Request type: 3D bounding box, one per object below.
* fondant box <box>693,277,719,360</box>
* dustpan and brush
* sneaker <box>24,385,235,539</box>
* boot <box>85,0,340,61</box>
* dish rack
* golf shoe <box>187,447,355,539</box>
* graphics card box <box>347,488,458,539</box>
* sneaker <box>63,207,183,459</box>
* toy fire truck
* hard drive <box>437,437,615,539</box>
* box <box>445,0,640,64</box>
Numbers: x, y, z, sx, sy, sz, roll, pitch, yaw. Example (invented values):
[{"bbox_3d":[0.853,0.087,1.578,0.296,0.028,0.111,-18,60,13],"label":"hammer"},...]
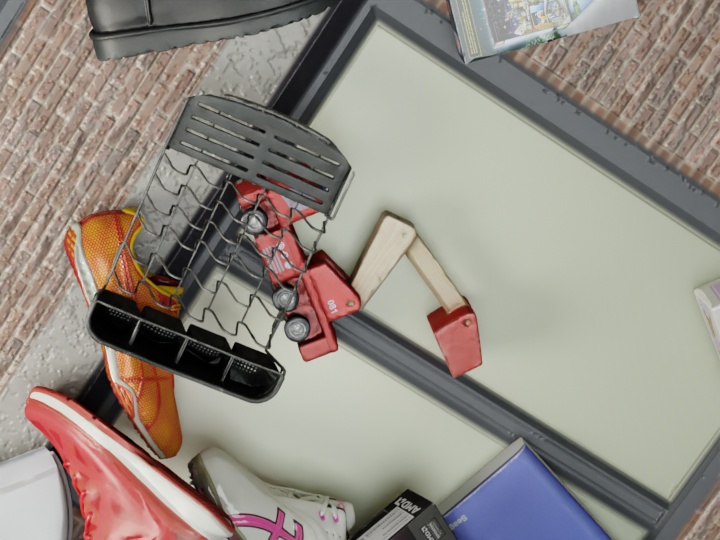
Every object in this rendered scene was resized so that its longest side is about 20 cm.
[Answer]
[{"bbox_3d":[0.365,0.080,1.643,0.143,0.058,0.201,-23,106,3],"label":"fondant box"},{"bbox_3d":[-0.275,0.247,1.647,0.139,0.057,0.201,-20,101,-10],"label":"dustpan and brush"},{"bbox_3d":[-0.200,0.178,1.565,0.199,0.078,0.116,33,84,27],"label":"sneaker"},{"bbox_3d":[-0.119,-0.250,1.491,0.199,0.077,0.169,-11,111,5],"label":"boot"},{"bbox_3d":[-0.097,-0.021,1.520,0.153,0.055,0.201,22,103,-15],"label":"dish rack"},{"bbox_3d":[-0.054,0.198,1.639,0.092,0.073,0.200,-42,116,1],"label":"golf shoe"},{"bbox_3d":[0.003,0.280,1.611,0.200,0.051,0.126,-38,112,-17],"label":"graphics card box"},{"bbox_3d":[-0.162,0.050,1.584,0.077,0.073,0.201,-18,110,-10],"label":"sneaker"},{"bbox_3d":[0.000,0.000,1.592,0.140,0.049,0.201,-21,106,1],"label":"toy fire truck"},{"bbox_3d":[0.145,0.249,1.691,0.132,0.025,0.200,-40,106,8],"label":"hard drive"},{"bbox_3d":[0.116,-0.266,1.527,0.136,0.038,0.201,-15,107,0],"label":"box"}]
